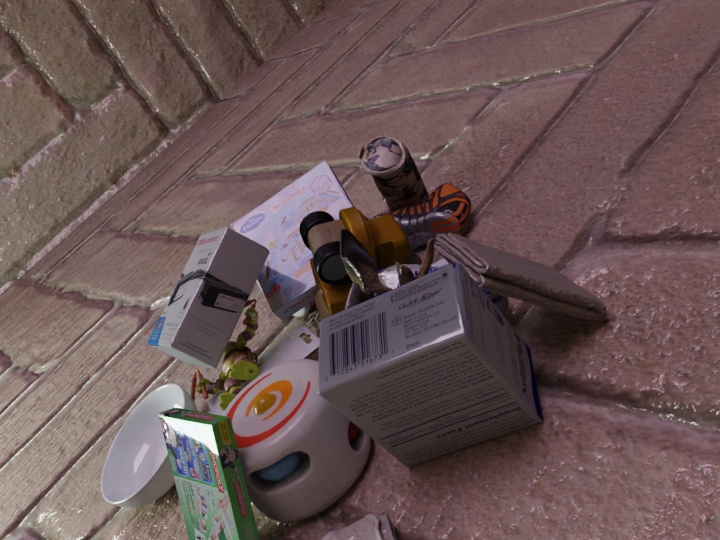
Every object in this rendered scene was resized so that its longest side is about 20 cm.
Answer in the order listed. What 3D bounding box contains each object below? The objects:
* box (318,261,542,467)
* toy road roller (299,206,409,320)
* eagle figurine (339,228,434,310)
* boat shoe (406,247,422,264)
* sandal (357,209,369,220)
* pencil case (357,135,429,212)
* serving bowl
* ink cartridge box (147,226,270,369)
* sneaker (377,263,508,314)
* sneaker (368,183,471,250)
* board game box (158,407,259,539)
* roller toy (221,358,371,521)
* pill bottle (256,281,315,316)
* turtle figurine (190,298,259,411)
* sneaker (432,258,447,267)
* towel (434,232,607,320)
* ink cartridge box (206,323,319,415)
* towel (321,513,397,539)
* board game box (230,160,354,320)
[{"bbox_3d":[0.080,0.113,0.984,0.183,0.200,0.106,-24,44,22],"label":"box"},{"bbox_3d":[0.000,0.000,1.296,0.145,0.201,0.123,-15,36,-9],"label":"toy road roller"},{"bbox_3d":[0.016,0.038,1.111,0.152,0.151,0.199,-50,30,-18],"label":"eagle figurine"},{"bbox_3d":[0.055,0.001,1.375,0.073,0.075,0.200,-39,16,13],"label":"boat shoe"},{"bbox_3d":[-0.025,-0.064,1.480,0.081,0.055,0.200,-33,65,-15],"label":"sandal"},{"bbox_3d":[0.059,-0.158,1.508,0.089,0.200,0.078,-1,68,17],"label":"pencil case"},{"bbox_3d":[-0.313,0.278,1.339,0.200,0.066,0.201,-35,34,28],"label":"serving bowl"},{"bbox_3d":[-0.237,0.042,1.347,0.144,0.084,0.201,-6,57,63],"label":"ink cartridge box"},{"bbox_3d":[0.102,0.016,1.184,0.198,0.088,0.076,6,65,19],"label":"sneaker"},{"bbox_3d":[0.104,-0.090,1.489,0.199,0.078,0.112,-2,35,35],"label":"sneaker"},{"bbox_3d":[-0.183,0.273,1.066,0.029,0.202,0.134,-18,11,-40],"label":"board game box"},{"bbox_3d":[-0.089,0.210,1.116,0.182,0.140,0.200,3,44,52],"label":"roller toy"},{"bbox_3d":[-0.082,-0.027,1.540,0.119,0.120,0.200,3,45,53],"label":"pill bottle"},{"bbox_3d":[-0.195,0.152,1.320,0.201,0.064,0.161,-55,22,8],"label":"turtle figurine"},{"bbox_3d":[0.096,0.057,1.254,0.200,0.073,0.071,-38,47,-2],"label":"sneaker"},{"bbox_3d":[0.193,0.009,1.059,0.035,0.199,0.133,-67,27,13],"label":"towel"},{"bbox_3d":[-0.137,0.176,1.341,0.200,0.051,0.109,-39,24,-9],"label":"ink cartridge box"},{"bbox_3d":[-0.040,0.352,0.935,0.199,0.035,0.133,-34,25,3],"label":"towel"},{"bbox_3d":[-0.092,-0.052,1.432,0.199,0.041,0.200,-33,59,5],"label":"board game box"}]
